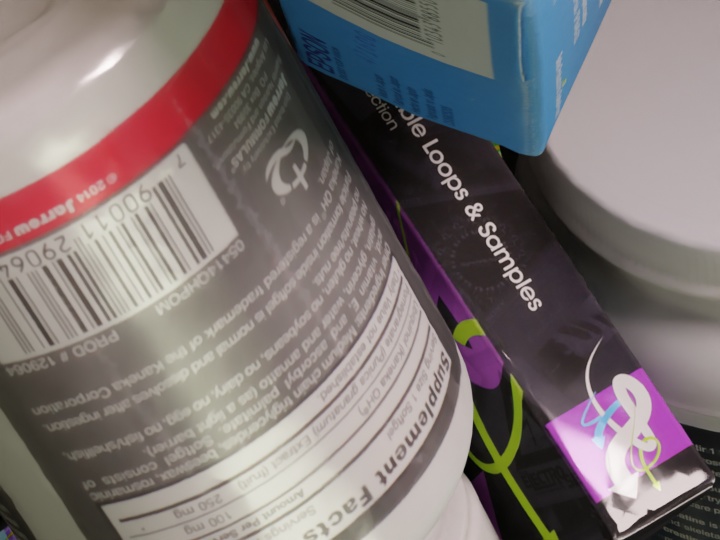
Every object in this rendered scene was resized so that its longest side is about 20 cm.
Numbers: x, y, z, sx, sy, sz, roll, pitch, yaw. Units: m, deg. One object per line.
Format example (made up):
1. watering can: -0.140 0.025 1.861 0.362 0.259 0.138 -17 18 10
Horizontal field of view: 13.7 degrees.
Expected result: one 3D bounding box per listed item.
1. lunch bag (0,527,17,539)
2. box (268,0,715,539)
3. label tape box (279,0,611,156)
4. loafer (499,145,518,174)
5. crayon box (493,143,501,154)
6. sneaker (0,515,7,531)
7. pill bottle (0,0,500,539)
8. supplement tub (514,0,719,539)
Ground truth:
1. lunch bag: -0.177 0.049 0.818 0.150 0.094 0.200 -32 154 -12
2. box: 0.000 0.000 0.769 0.036 0.200 0.143 -27 167 -23
3. label tape box: 0.047 -0.136 0.608 0.143 0.066 0.200 65 47 -80
4. loafer: 0.069 -0.048 0.879 0.200 0.073 0.072 31 99 -34
5. crayon box: -0.027 -0.010 0.951 0.200 0.052 0.126 -27 156 -15
6. sneaker: -0.116 0.027 0.724 0.200 0.083 0.072 0 122 -40
7. pill bottle: -0.041 0.016 0.670 0.110 0.200 0.111 -20 -146 14
8. supplement tub: 0.114 0.012 0.786 0.140 0.140 0.200 -31 142 -15
